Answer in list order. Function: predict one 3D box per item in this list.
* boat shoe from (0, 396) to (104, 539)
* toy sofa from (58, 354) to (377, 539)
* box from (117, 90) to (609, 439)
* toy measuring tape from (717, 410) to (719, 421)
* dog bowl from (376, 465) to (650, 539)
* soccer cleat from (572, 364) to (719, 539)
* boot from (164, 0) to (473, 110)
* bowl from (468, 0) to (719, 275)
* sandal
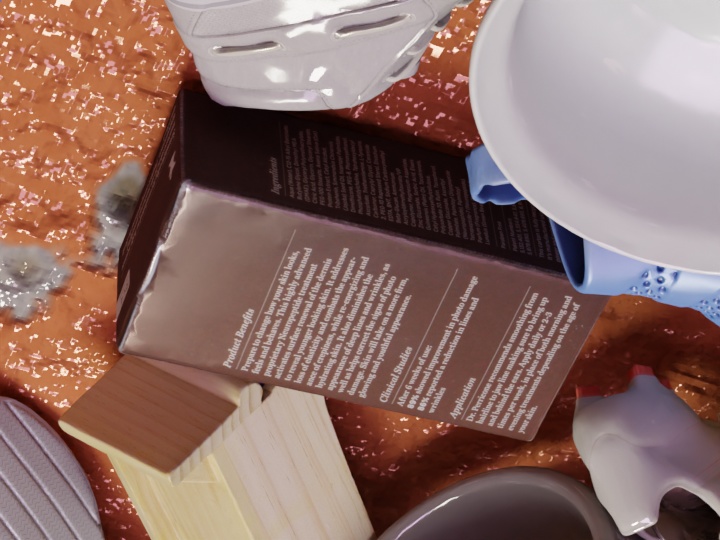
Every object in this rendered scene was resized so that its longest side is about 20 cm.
[{"bbox_3d":[-0.162,0.150,1.221,0.071,0.072,0.201,-3,121,40],"label":"boat shoe"},{"bbox_3d":[-0.056,0.118,1.199,0.098,0.083,0.201,-45,134,-25],"label":"toy sofa"},{"bbox_3d":[0.000,0.000,1.102,0.199,0.075,0.100,13,128,-17],"label":"box"},{"bbox_3d":[0.216,0.019,1.155,0.073,0.074,0.201,0,140,-5],"label":"toy measuring tape"},{"bbox_3d":[0.057,0.177,1.145,0.199,0.201,0.059,-31,125,20],"label":"dog bowl"},{"bbox_3d":[0.162,0.100,1.143,0.069,0.078,0.200,-25,153,32],"label":"soccer cleat"},{"bbox_3d":[0.019,-0.123,1.022,0.199,0.074,0.096,-9,140,9],"label":"boot"},{"bbox_3d":[0.144,-0.096,0.953,0.200,0.091,0.202,6,140,5],"label":"bowl"},{"bbox_3d":[0.118,-0.019,1.050,0.200,0.087,0.080,43,160,1],"label":"sandal"}]
